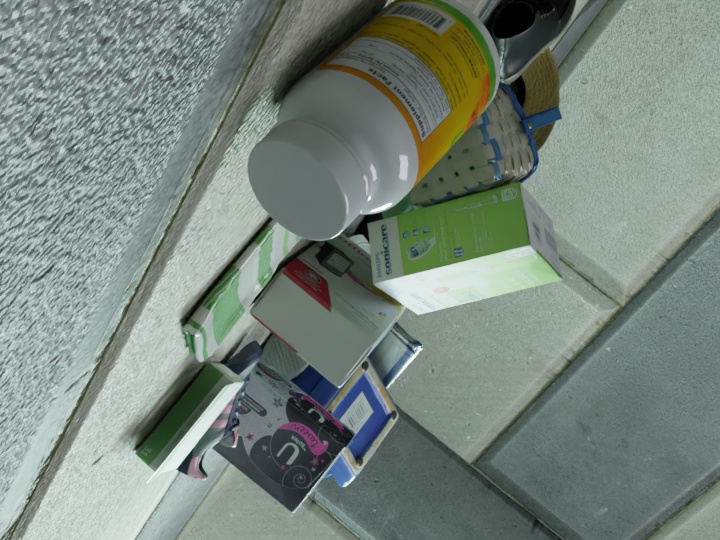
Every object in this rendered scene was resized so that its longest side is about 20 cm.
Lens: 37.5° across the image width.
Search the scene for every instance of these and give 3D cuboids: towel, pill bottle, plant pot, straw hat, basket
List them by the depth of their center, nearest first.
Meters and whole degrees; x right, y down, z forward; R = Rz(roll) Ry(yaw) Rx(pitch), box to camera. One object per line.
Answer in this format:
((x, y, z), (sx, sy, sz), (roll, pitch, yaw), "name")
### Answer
((0.010, -0.111, 0.769), (0.200, 0.111, 0.111), (-48, 174, -38), "pill bottle")
((-0.105, 0.001, 1.070), (0.200, 0.023, 0.153), (-50, 174, -15), "towel")
((0.143, -0.158, 1.312), (0.176, 0.139, 0.200), (-18, -177, 31), "basket")
((0.187, -0.251, 1.505), (0.085, 0.201, 0.201), (7, -132, 49), "straw hat")
((-0.064, 0.228, 1.742), (0.180, 0.200, 0.200), (4, -138, 41), "plant pot")
((-0.001, 0.101, 1.761), (0.024, 0.200, 0.147), (-39, 167, -46), "towel")

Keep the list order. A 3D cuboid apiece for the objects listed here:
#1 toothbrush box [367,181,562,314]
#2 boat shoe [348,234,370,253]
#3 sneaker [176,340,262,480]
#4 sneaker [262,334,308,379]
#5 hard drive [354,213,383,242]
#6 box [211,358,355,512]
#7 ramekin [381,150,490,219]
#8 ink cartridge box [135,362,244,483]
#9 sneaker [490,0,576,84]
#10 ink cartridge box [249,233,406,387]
((0.130, -0.023, 1.308), (0.200, 0.086, 0.146), (-13, 158, 21), "toothbrush box")
((0.000, 0.000, 1.615), (0.072, 0.069, 0.200), (-36, 164, 2), "boat shoe")
((-0.181, 0.188, 1.413), (0.200, 0.082, 0.070), (-52, 175, 1), "sneaker")
((-0.079, 0.091, 1.687), (0.200, 0.075, 0.105), (-57, 169, 14), "sneaker")
((0.042, -0.084, 1.719), (0.135, 0.042, 0.200), (-47, 174, -39), "hard drive")
((-0.127, 0.235, 1.561), (0.132, 0.200, 0.115), (-52, 176, 6), "box")
((0.125, -0.098, 1.512), (0.200, 0.200, 0.098), (-47, -179, -44), "ramekin")
((-0.210, 0.179, 1.276), (0.146, 0.048, 0.200), (-51, 175, -4), "ink cartridge box")
((0.232, -0.342, 1.391), (0.200, 0.075, 0.106), (-55, 169, -17), "sneaker")
((-0.030, 0.041, 1.345), (0.086, 0.148, 0.200), (-54, 177, 25), "ink cartridge box")
